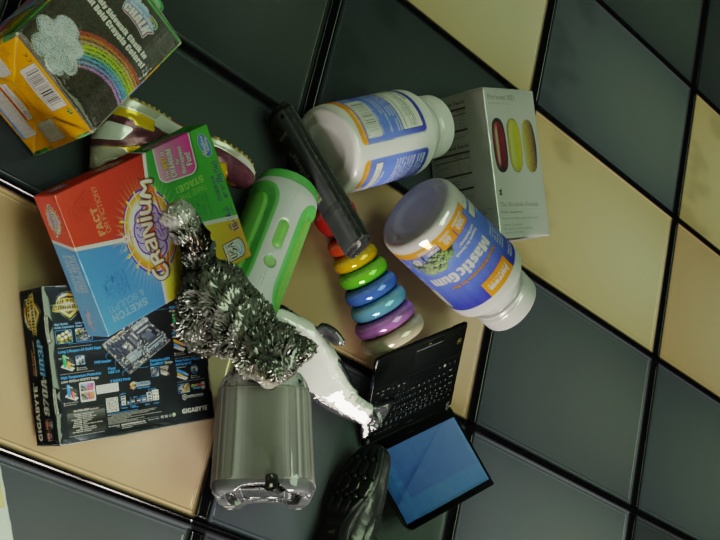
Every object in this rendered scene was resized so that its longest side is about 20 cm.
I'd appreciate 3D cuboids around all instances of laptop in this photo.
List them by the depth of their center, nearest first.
[{"bbox_3d":[0.096,0.192,1.615,0.177,0.103,0.202,-18,127,-45],"label":"laptop"}]

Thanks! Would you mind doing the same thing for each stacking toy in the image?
[{"bbox_3d":[0.000,0.000,1.580,0.085,0.085,0.201,-36,103,-41],"label":"stacking toy"}]

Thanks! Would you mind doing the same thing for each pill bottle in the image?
[{"bbox_3d":[0.024,-0.165,1.601,0.199,0.112,0.113,-18,96,-45],"label":"pill bottle"},{"bbox_3d":[0.131,-0.013,1.613,0.200,0.112,0.113,42,57,-29],"label":"pill bottle"}]

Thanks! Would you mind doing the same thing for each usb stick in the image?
[{"bbox_3d":[-0.049,-0.107,1.518,0.032,0.055,0.201,-26,79,-21],"label":"usb stick"}]

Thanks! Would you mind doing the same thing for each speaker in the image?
[{"bbox_3d":[-0.112,-0.016,1.454,0.088,0.088,0.201,41,53,-32],"label":"speaker"}]

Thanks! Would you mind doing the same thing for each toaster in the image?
[{"bbox_3d":[-0.105,0.184,1.379,0.113,0.200,0.130,-1,73,-2],"label":"toaster"}]

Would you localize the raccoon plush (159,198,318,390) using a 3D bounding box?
[{"bbox_3d":[-0.130,0.035,1.276,0.097,0.134,0.201,-47,128,-21],"label":"raccoon plush"}]

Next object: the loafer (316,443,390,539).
[{"bbox_3d":[-0.009,0.306,1.532,0.070,0.068,0.202,41,63,-42],"label":"loafer"}]

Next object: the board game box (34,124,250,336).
[{"bbox_3d":[-0.217,-0.044,1.315,0.199,0.040,0.154,-32,112,-39],"label":"board game box"}]

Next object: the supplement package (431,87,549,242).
[{"bbox_3d":[0.171,-0.138,1.740,0.113,0.109,0.202,-5,87,-45],"label":"supplement package"}]

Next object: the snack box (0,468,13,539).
[{"bbox_3d":[-0.392,0.202,1.191,0.116,0.037,0.202,-10,91,-45],"label":"snack box"}]

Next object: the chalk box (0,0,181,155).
[{"bbox_3d":[-0.281,-0.235,1.308,0.125,0.123,0.200,54,50,-23],"label":"chalk box"}]

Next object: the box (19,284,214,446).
[{"bbox_3d":[-0.249,0.091,1.340,0.199,0.046,0.161,-6,87,-45],"label":"box"}]

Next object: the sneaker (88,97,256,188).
[{"bbox_3d":[-0.207,-0.113,1.403,0.199,0.075,0.091,24,76,-33],"label":"sneaker"}]

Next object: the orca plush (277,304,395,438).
[{"bbox_3d":[-0.044,0.104,1.520,0.199,0.106,0.071,31,20,-11],"label":"orca plush"}]
